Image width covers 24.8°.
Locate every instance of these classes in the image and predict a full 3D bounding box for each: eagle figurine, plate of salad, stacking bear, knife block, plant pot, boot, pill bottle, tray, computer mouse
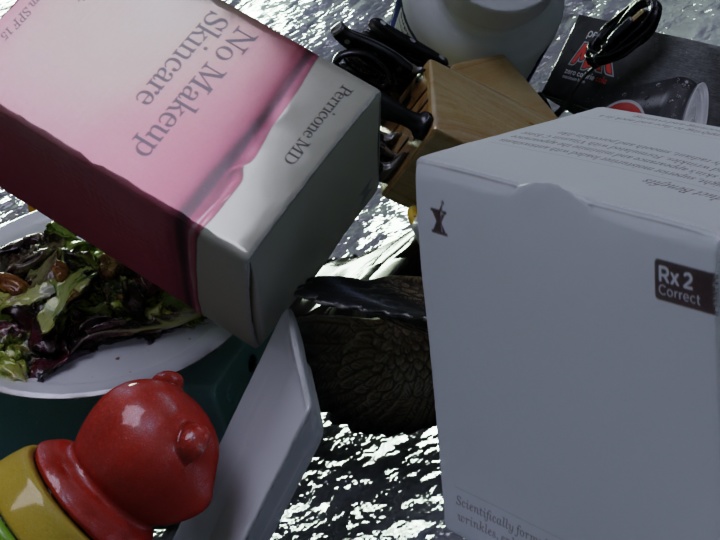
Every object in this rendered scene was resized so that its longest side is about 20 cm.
[{"bbox_3d":[0.061,0.019,0.933,0.200,0.152,0.151,-35,30,-23],"label":"eagle figurine"},{"bbox_3d":[-0.156,0.003,0.961,0.199,0.048,0.201,-3,37,3],"label":"plate of salad"},{"bbox_3d":[-0.156,0.140,0.862,0.200,0.114,0.121,-43,29,3],"label":"stacking bear"},{"bbox_3d":[0.054,-0.068,1.005,0.175,0.200,0.064,-21,-22,-49],"label":"knife block"},{"bbox_3d":[-0.146,0.074,1.012,0.199,0.142,0.142,2,36,26],"label":"plant pot"},{"bbox_3d":[0.000,0.000,1.108,0.174,0.070,0.200,-4,26,47],"label":"boot"},{"bbox_3d":[0.078,-0.174,1.133,0.111,0.111,0.200,-30,-10,-14],"label":"pill bottle"},{"bbox_3d":[-0.065,0.128,0.860,0.201,0.022,0.108,-63,20,21],"label":"tray"},{"bbox_3d":[0.134,-0.122,1.145,0.200,0.034,0.059,-48,25,29],"label":"computer mouse"}]

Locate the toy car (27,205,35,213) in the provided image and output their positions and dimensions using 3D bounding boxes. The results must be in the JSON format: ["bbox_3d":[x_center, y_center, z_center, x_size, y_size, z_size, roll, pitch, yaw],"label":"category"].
[{"bbox_3d":[-0.193,-0.050,1.267,0.149,0.176,0.200,8,19,-21],"label":"toy car"}]

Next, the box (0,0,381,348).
[{"bbox_3d":[-0.103,-0.074,0.901,0.199,0.109,0.128,30,67,14],"label":"box"}]

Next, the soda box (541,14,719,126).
[{"bbox_3d":[0.216,-0.120,1.129,0.200,0.063,0.071,27,92,56],"label":"soda box"}]

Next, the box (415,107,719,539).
[{"bbox_3d":[0.139,0.042,0.763,0.130,0.201,0.199,-17,22,-32],"label":"box"}]
